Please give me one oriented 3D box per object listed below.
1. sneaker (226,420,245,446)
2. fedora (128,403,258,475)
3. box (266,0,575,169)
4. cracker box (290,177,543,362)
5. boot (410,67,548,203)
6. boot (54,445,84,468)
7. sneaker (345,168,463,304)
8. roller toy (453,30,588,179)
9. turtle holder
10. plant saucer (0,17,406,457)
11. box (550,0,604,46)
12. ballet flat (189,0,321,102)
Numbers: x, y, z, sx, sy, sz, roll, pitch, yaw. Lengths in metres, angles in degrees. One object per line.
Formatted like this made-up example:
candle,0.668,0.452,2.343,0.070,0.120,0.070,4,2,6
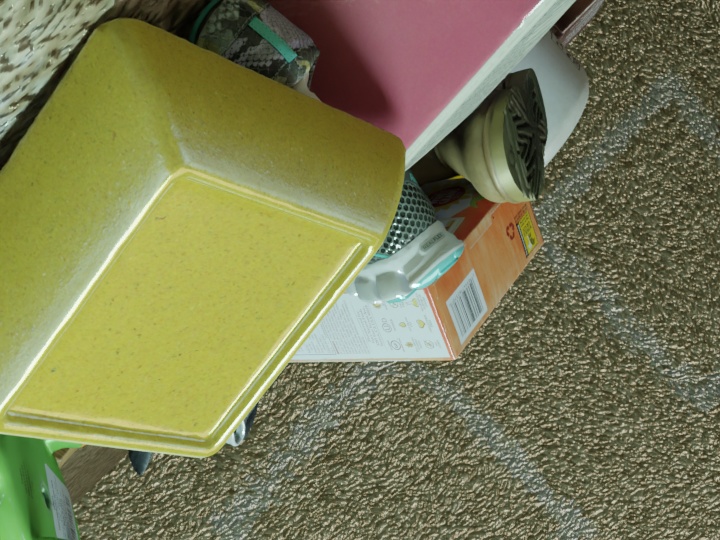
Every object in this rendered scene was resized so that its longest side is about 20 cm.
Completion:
sneaker,-0.144,0.073,0.898,0.200,0.146,0.081,-46,177,38
fedora,-0.114,0.068,1.095,0.201,0.091,0.203,-164,-90,-82
box,0.051,-0.156,0.705,0.200,0.109,0.128,-46,177,40
cracker box,0.000,0.000,0.921,0.199,0.058,0.134,-2,-149,37
boot,0.014,-0.061,0.893,0.198,0.067,0.175,-14,-168,16
boot,-0.188,0.056,1.071,0.202,0.070,0.144,-54,-175,35
sneaker,-0.028,-0.035,0.825,0.199,0.092,0.077,-5,-153,47
roller toy,0.083,-0.125,1.119,0.183,0.140,0.200,-54,-165,-26
turtle holder,-0.229,0.148,0.827,0.130,0.142,0.186,-18,-179,-1
plant saucer,-0.082,0.010,0.624,0.200,0.049,0.199,-51,145,17
box,0.160,-0.249,1.260,0.075,0.100,0.200,-44,179,0
ballet flat,-0.045,-0.050,0.701,0.072,0.072,0.201,-44,160,-23
